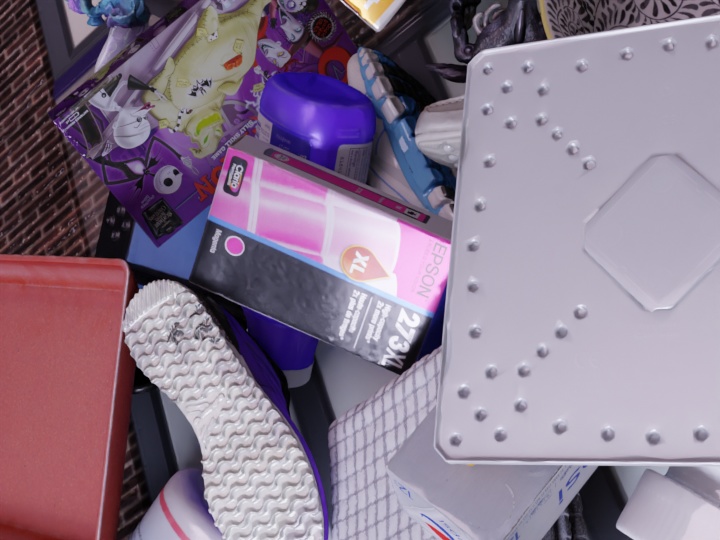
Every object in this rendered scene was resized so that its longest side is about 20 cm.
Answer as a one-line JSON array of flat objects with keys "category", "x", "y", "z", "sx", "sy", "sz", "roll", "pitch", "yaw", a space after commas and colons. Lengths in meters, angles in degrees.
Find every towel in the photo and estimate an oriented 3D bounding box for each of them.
[{"category": "towel", "x": 0.051, "y": 0.156, "z": 0.749, "sx": 0.165, "sy": 0.085, "sz": 0.202, "roll": -41, "pitch": 44, "yaw": 50}]

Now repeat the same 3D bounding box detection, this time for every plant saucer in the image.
[{"category": "plant saucer", "x": -0.218, "y": 0.092, "z": 0.909, "sx": 0.198, "sy": 0.036, "sz": 0.203, "roll": 2, "pitch": 84, "yaw": 41}]

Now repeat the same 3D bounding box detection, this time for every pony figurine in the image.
[{"category": "pony figurine", "x": -0.152, "y": -0.216, "z": 1.024, "sx": 0.198, "sy": 0.193, "sz": 0.169, "roll": 9, "pitch": 82, "yaw": 20}]

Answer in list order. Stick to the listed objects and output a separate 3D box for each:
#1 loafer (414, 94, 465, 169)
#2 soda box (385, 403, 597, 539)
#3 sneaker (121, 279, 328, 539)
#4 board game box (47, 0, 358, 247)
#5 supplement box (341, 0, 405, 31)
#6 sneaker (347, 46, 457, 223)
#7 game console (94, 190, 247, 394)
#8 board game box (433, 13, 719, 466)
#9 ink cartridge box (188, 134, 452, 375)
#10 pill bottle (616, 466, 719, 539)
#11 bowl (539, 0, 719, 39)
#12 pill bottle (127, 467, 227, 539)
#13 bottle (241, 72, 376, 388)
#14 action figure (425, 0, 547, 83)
[{"category": "loafer", "x": 0.129, "y": -0.100, "z": 0.801, "sx": 0.197, "sy": 0.070, "sz": 0.071, "roll": -5, "pitch": 70, "yaw": 16}, {"category": "soda box", "x": 0.101, "y": 0.050, "z": 0.656, "sx": 0.068, "sy": 0.064, "sz": 0.200, "roll": 34, "pitch": 73, "yaw": 24}, {"category": "sneaker", "x": -0.066, "y": 0.096, "z": 0.841, "sx": 0.069, "sy": 0.099, "sz": 0.201, "roll": -33, "pitch": 72, "yaw": 12}, {"category": "board game box", "x": -0.102, "y": -0.125, "z": 0.936, "sx": 0.200, "sy": 0.120, "sz": 0.032, "roll": -41, "pitch": 33, "yaw": -5}, {"category": "supplement box", "x": -0.016, "y": -0.245, "z": 0.888, "sx": 0.074, "sy": 0.126, "sz": 0.200, "roll": -47, "pitch": 18, "yaw": 16}, {"category": "sneaker", "x": 0.021, "y": -0.060, "z": 0.886, "sx": 0.087, "sy": 0.075, "sz": 0.201, "roll": -41, "pitch": 53, "yaw": 26}, {"category": "game console", "x": -0.161, "y": -0.014, "z": 0.979, "sx": 0.199, "sy": 0.116, "sz": 0.178, "roll": 15, "pitch": 92, "yaw": 40}, {"category": "board game box", "x": 0.134, "y": -0.013, "z": 0.588, "sx": 0.198, "sy": 0.026, "sz": 0.203, "roll": -4, "pitch": 68, "yaw": 28}, {"category": "ink cartridge box", "x": 0.000, "y": 0.000, "z": 0.817, "sx": 0.198, "sy": 0.037, "sz": 0.096, "roll": 22, "pitch": 114, "yaw": 5}, {"category": "pill bottle", "x": 0.203, "y": 0.052, "z": 0.606, "sx": 0.109, "sy": 0.109, "sz": 0.201, "roll": 28, "pitch": 86, "yaw": 41}, {"category": "bowl", "x": 0.195, "y": -0.124, "z": 0.700, "sx": 0.198, "sy": 0.094, "sz": 0.203, "roll": -6, "pitch": 61, "yaw": 10}, {"category": "pill bottle", "x": -0.128, "y": 0.237, "z": 0.869, "sx": 0.109, "sy": 0.108, "sz": 0.201, "roll": 42, "pitch": 101, "yaw": 40}, {"category": "bottle", "x": -0.040, "y": -0.023, "z": 0.882, "sx": 0.083, "sy": 0.065, "sz": 0.202, "roll": 36, "pitch": 123, "yaw": 51}, {"category": "action figure", "x": 0.106, "y": -0.182, "z": 0.843, "sx": 0.117, "sy": 0.102, "sz": 0.202, "roll": 10, "pitch": 121, "yaw": 13}]
